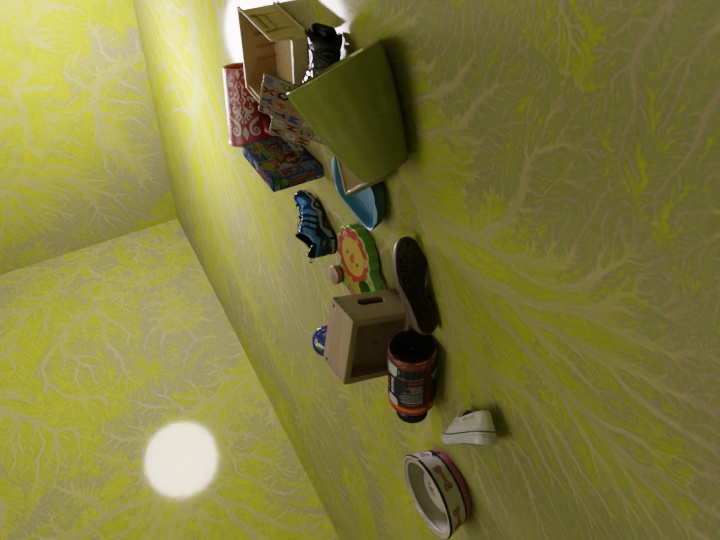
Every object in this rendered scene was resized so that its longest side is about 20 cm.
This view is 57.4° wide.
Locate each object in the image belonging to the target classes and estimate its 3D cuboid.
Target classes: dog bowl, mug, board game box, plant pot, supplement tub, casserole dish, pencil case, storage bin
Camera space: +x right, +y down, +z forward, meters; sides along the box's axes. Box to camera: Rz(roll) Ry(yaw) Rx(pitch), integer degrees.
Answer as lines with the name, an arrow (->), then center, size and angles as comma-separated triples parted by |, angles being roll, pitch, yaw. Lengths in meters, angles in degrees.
dog bowl -> 0.178, 0.504, 1.508 | 0.200, 0.073, 0.201 | 52, 153, 40
mug -> -0.279, -0.444, 1.748 | 0.134, 0.176, 0.202 | -73, -19, -61
board game box -> -0.196, -0.273, 1.634 | 0.200, 0.134, 0.035 | 50, 151, 43
plant pot -> 0.000, -0.264, 1.145 | 0.201, 0.187, 0.187 | 60, 162, -17
supplement tub -> 0.109, 0.231, 1.385 | 0.107, 0.106, 0.201 | 46, 149, 45
casserole dish -> -0.001, -0.173, 1.381 | 0.200, 0.039, 0.122 | 52, 152, 37
pencil case -> -0.040, 0.146, 1.575 | 0.087, 0.200, 0.078 | -42, 83, 25
storage bin -> -0.194, -0.475, 1.502 | 0.199, 0.093, 0.201 | 52, 153, 39

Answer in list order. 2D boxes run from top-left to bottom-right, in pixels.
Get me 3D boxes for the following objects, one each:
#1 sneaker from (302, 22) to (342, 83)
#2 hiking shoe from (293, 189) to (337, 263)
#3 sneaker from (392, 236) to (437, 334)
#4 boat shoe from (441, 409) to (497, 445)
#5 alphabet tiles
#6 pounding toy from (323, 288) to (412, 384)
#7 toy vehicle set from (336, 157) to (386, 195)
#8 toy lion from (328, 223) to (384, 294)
sneaker -> -0.073, -0.416, 1.301 | 0.199, 0.075, 0.116 | -141, 56, -81
hiking shoe -> -0.133, -0.121, 1.683 | 0.201, 0.086, 0.075 | 61, 157, 22
sneaker -> 0.093, 0.030, 1.290 | 0.075, 0.070, 0.202 | 18, 125, 65
boat shoe -> 0.214, 0.303, 1.270 | 0.200, 0.073, 0.068 | 140, 135, -68
alphabet tiles -> -0.145, -0.343, 1.453 | 0.200, 0.166, 0.008 | 124, 165, -64
pounding toy -> 0.024, 0.140, 1.443 | 0.142, 0.198, 0.186 | 43, 132, 48
toy vehicle set -> -0.013, -0.260, 1.285 | 0.124, 0.026, 0.202 | -14, 88, 60
toy lion -> 0.000, 0.000, 1.518 | 0.201, 0.068, 0.192 | 59, 149, 24
